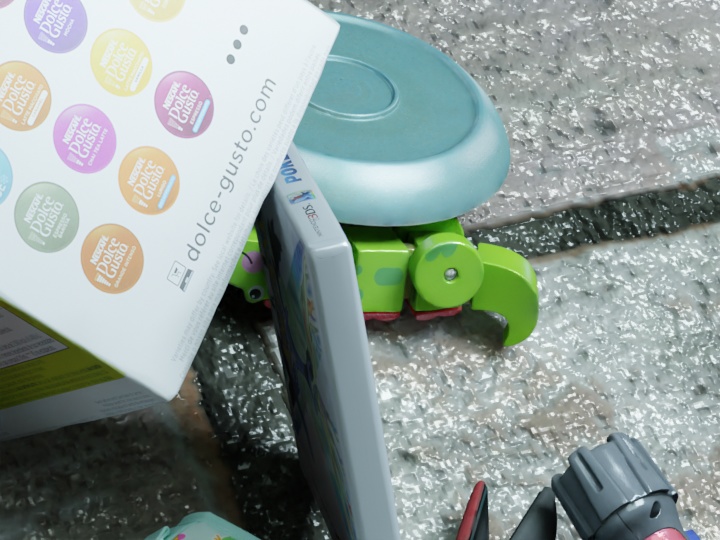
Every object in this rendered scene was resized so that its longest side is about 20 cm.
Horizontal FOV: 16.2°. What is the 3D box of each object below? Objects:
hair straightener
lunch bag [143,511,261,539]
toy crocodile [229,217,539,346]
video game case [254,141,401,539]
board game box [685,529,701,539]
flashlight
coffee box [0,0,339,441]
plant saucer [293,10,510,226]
[{"bbox_3d":[0.073,0.154,1.186,0.077,0.041,0.200,3,18,12],"label":"hair straightener"},{"bbox_3d":[-0.063,0.220,1.105,0.200,0.122,0.170,45,54,9],"label":"lunch bag"},{"bbox_3d":[0.000,0.000,1.332,0.199,0.062,0.068,4,20,-13],"label":"toy crocodile"},{"bbox_3d":[-0.018,0.044,1.162,0.022,0.201,0.182,-13,25,-8],"label":"video game case"},{"bbox_3d":[0.141,0.246,1.201,0.199,0.041,0.200,-24,65,-31],"label":"board game box"},{"bbox_3d":[0.160,0.168,1.197,0.068,0.068,0.200,-16,61,-34],"label":"flashlight"},{"bbox_3d":[-0.169,-0.061,1.141,0.197,0.200,0.200,33,65,-24],"label":"coffee box"},{"bbox_3d":[-0.012,-0.091,1.376,0.199,0.027,0.200,9,34,-6],"label":"plant saucer"}]
